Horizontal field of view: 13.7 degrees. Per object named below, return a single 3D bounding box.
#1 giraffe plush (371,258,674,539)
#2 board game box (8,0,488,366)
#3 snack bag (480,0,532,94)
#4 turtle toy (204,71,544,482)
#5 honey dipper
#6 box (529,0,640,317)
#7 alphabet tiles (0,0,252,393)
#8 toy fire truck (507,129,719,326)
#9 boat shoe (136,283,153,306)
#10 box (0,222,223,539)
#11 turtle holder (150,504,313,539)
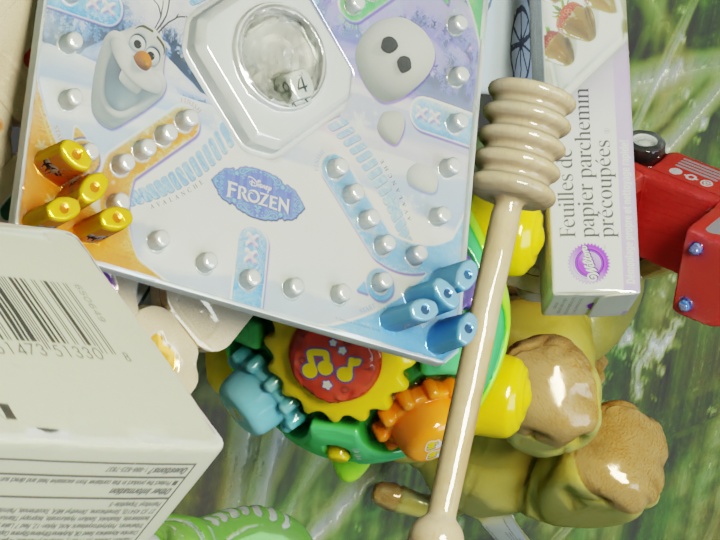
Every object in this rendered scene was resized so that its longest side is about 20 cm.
[{"bbox_3d":[0.083,0.032,1.438,0.200,0.172,0.162,66,42,-57],"label":"giraffe plush"},{"bbox_3d":[-0.030,-0.082,1.150,0.200,0.026,0.200,17,70,-31],"label":"board game box"},{"bbox_3d":[0.060,-0.171,1.338,0.200,0.021,0.189,-6,97,-73],"label":"snack bag"},{"bbox_3d":[0.000,0.000,1.261,0.101,0.146,0.200,-57,153,-67],"label":"turtle toy"},{"bbox_3d":[0.047,0.021,1.200,0.038,0.038,0.200,36,64,-59],"label":"honey dipper"},{"bbox_3d":[0.096,-0.081,1.307,0.041,0.039,0.200,101,-12,-74],"label":"box"},{"bbox_3d":[-0.115,-0.034,1.121,0.200,0.015,0.196,52,57,-25],"label":"alphabet tiles"},{"bbox_3d":[0.089,-0.020,1.354,0.141,0.200,0.049,-34,140,-46],"label":"toy fire truck"},{"bbox_3d":[-0.113,-0.010,1.182,0.067,0.074,0.200,59,45,-35],"label":"boat shoe"},{"bbox_3d":[-0.165,0.088,1.009,0.128,0.109,0.200,7,129,-52],"label":"box"},{"bbox_3d":[-0.038,0.200,1.339,0.132,0.141,0.186,-27,140,-28],"label":"turtle holder"}]
